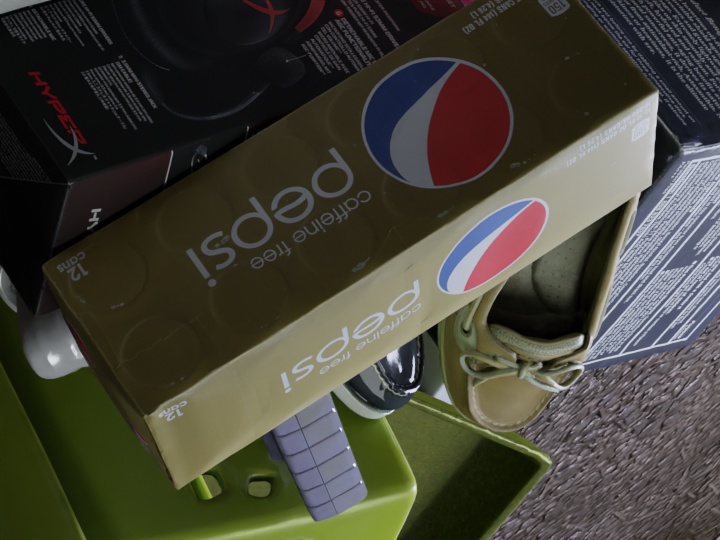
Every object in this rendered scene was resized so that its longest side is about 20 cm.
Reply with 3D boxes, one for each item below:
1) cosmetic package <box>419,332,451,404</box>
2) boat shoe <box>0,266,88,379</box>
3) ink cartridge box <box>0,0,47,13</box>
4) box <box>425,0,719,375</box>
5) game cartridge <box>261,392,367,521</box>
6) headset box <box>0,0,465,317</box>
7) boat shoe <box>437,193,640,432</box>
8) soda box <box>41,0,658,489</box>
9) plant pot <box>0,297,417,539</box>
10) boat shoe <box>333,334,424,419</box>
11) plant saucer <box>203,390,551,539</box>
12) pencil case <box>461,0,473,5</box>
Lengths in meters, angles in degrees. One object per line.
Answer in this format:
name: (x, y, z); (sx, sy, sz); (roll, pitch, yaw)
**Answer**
cosmetic package: (0.022, 0.093, 1.270); (0.102, 0.074, 0.200); (-8, 140, -47)
boat shoe: (-0.114, -0.010, 0.808); (0.067, 0.074, 0.200); (-26, -166, -4)
ink cartridge box: (-0.084, -0.166, 0.643); (0.200, 0.084, 0.144); (-21, 152, -32)
box: (0.143, -0.048, 1.118); (0.198, 0.123, 0.200); (-9, 145, -45)
game cartridge: (-0.058, -0.006, 0.824); (0.038, 0.200, 0.130); (-27, 155, -1)
headset box: (-0.060, -0.088, 0.737); (0.200, 0.149, 0.075); (-21, 152, -32)
boat shoe: (0.088, 0.009, 0.982); (0.073, 0.063, 0.201); (9, 128, -16)
soda box: (0.000, -0.015, 0.683); (0.200, 0.068, 0.064); (-33, 155, -11)
plant pot: (-0.117, 0.097, 0.946); (0.181, 0.199, 0.200); (-14, 147, -29)
boat shoe: (-0.001, -0.036, 0.858); (0.066, 0.200, 0.074); (-12, -174, 30)
plant saucer: (-0.025, 0.122, 1.191); (0.199, 0.048, 0.200); (24, 124, -18)
pencil case: (0.024, -0.062, 0.978); (0.087, 0.088, 0.200); (-28, 155, -21)
